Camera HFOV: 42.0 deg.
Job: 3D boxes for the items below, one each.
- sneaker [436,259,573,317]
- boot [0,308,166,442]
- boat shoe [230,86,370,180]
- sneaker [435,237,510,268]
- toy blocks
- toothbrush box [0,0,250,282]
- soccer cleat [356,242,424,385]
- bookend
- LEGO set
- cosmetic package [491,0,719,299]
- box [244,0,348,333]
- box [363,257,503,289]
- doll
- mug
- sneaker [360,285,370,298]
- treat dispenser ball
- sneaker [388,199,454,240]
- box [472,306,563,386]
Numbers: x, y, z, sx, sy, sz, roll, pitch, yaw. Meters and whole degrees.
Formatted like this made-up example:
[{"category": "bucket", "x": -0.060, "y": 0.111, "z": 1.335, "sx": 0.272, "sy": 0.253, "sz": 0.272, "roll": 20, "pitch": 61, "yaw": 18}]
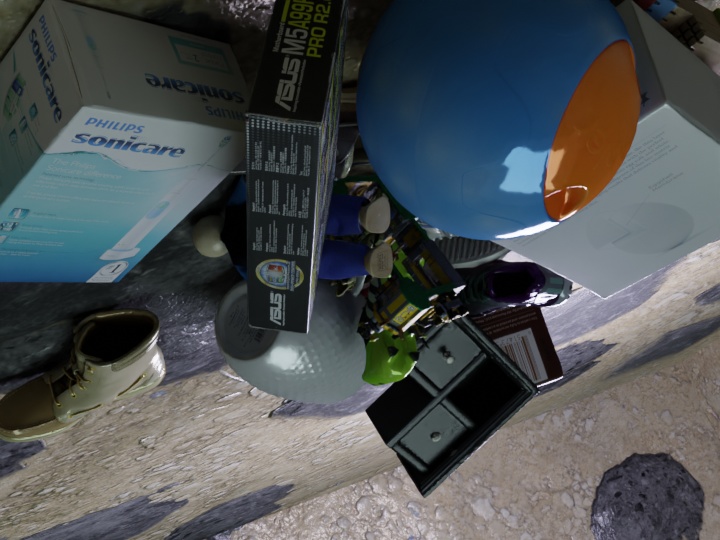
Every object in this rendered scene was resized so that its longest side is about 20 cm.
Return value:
[{"category": "sneaker", "x": 0.155, "y": 0.015, "z": 1.149, "sx": 0.200, "sy": 0.075, "sz": 0.087, "roll": -11, "pitch": 168, "yaw": 41}, {"category": "boot", "x": -0.308, "y": 0.112, "z": 1.014, "sx": 0.200, "sy": 0.073, "sz": 0.156, "roll": -19, "pitch": 161, "yaw": -18}, {"category": "boat shoe", "x": -0.023, "y": -0.108, "z": 0.774, "sx": 0.200, "sy": 0.065, "sz": 0.072, "roll": -15, "pitch": 161, "yaw": -22}, {"category": "sneaker", "x": 0.185, "y": -0.048, "z": 1.162, "sx": 0.200, "sy": 0.075, "sz": 0.105, "roll": -28, "pitch": 156, "yaw": 0}, {"category": "toy blocks", "x": 0.254, "y": -0.187, "z": 0.877, "sx": 0.136, "sy": 0.100, "sz": 0.200, "roll": 9, "pitch": 143, "yaw": -39}, {"category": "toothbrush box", "x": -0.186, "y": -0.075, "z": 0.639, "sx": 0.146, "sy": 0.085, "sz": 0.200, "roll": 0, "pitch": 150, "yaw": -49}, {"category": "soccer cleat", "x": 0.028, "y": 0.030, "z": 1.033, "sx": 0.067, "sy": 0.201, "sz": 0.081, "roll": 19, "pitch": 149, "yaw": -26}, {"category": "bookend", "x": 0.078, "y": 0.139, "z": 1.146, "sx": 0.199, "sy": 0.092, "sz": 0.200, "roll": -43, "pitch": 122, "yaw": 3}, {"category": "LEGO set", "x": 0.000, "y": 0.000, "z": 0.915, "sx": 0.116, "sy": 0.200, "sz": 0.154, "roll": -45, "pitch": 171, "yaw": 29}, {"category": "cosmetic package", "x": 0.224, "y": -0.096, "z": 0.830, "sx": 0.200, "sy": 0.123, "sz": 0.199, "roll": 22, "pitch": 137, "yaw": -38}, {"category": "box", "x": -0.041, "y": -0.080, "z": 0.622, "sx": 0.044, "sy": 0.161, "sz": 0.200, "roll": 8, "pitch": 142, "yaw": 0}, {"category": "box", "x": 0.104, "y": -0.008, "z": 1.242, "sx": 0.200, "sy": 0.036, "sz": 0.144, "roll": -16, "pitch": 160, "yaw": -25}, {"category": "doll", "x": -0.070, "y": -0.025, "z": 0.838, "sx": 0.200, "sy": 0.137, "sz": 0.048, "roll": 4, "pitch": -164, "yaw": 29}, {"category": "mug", "x": -0.064, "y": 0.051, "z": 1.062, "sx": 0.200, "sy": 0.148, "sz": 0.175, "roll": -54, "pitch": 150, "yaw": 7}, {"category": "sneaker", "x": -0.043, "y": 0.062, "z": 1.180, "sx": 0.200, "sy": 0.087, "sz": 0.074, "roll": -40, "pitch": -170, "yaw": 29}, {"category": "treat dispenser ball", "x": 0.096, "y": -0.122, "z": 0.669, "sx": 0.200, "sy": 0.201, "sz": 0.201, "roll": -21, "pitch": 161, "yaw": -8}, {"category": "sneaker", "x": 0.104, "y": -0.071, "z": 1.037, "sx": 0.085, "sy": 0.077, "sz": 0.200, "roll": -25, "pitch": 156, "yaw": 36}, {"category": "box", "x": 0.155, "y": 0.112, "z": 1.361, "sx": 0.166, "sy": 0.165, "sz": 0.200, "roll": -16, "pitch": 173, "yaw": -23}]
